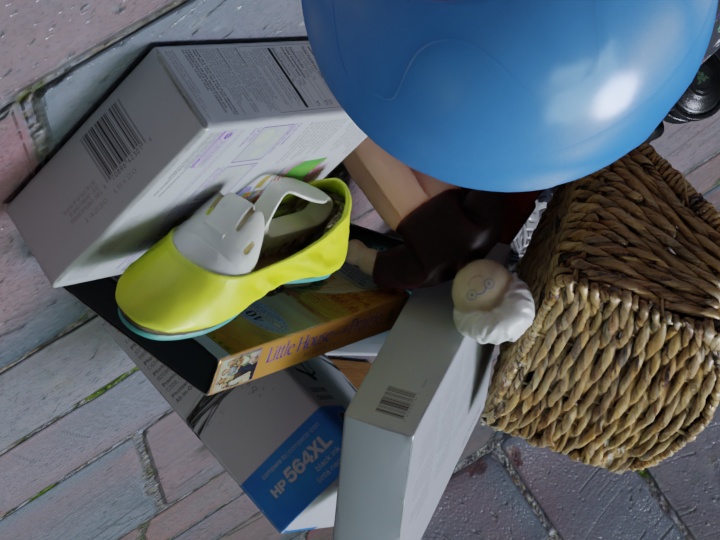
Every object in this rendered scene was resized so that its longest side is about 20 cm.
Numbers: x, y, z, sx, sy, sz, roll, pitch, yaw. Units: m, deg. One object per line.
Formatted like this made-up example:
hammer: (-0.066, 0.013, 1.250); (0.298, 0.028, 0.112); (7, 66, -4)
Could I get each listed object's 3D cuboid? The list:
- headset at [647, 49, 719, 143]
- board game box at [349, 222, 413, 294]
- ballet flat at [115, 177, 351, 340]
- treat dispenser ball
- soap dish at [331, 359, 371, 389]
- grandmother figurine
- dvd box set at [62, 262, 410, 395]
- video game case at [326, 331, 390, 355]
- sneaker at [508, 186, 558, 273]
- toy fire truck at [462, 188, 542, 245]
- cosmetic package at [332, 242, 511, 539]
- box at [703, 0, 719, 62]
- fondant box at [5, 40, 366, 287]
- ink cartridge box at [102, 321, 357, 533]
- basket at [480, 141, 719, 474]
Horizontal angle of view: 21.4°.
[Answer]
headset: (0.235, -0.152, 1.567); (0.123, 0.094, 0.200); (-28, -165, 40)
board game box: (0.000, 0.000, 1.416); (0.200, 0.134, 0.028); (67, 40, -77)
ballet flat: (-0.067, -0.017, 1.091); (0.200, 0.067, 0.067); (-21, 141, -56)
treat dispenser ball: (0.071, -0.139, 0.910); (0.200, 0.201, 0.201); (-33, 167, -8)
soap dish: (-0.040, 0.159, 1.977); (0.157, 0.081, 0.200); (-37, 167, 10)
grandmother figurine: (0.041, -0.037, 1.203); (0.121, 0.200, 0.060); (-39, 166, 19)
dvd box set: (-0.081, 0.008, 1.198); (0.200, 0.146, 0.030); (-16, 134, -52)
video game case: (-0.025, 0.059, 1.562); (0.181, 0.024, 0.200); (0, 179, 20)
sneaker: (0.099, -0.038, 1.468); (0.079, 0.200, 0.129); (21, 148, -30)
toy fire truck: (0.099, -0.105, 1.339); (0.168, 0.112, 0.200); (-51, 174, -36)
cosmetic package: (0.040, 0.092, 1.257); (0.200, 0.051, 0.151); (-58, 158, -47)
box: (0.150, -0.180, 1.140); (0.106, 0.123, 0.200); (-43, 165, 35)
fondant box: (-0.088, -0.066, 1.101); (0.144, 0.058, 0.200); (-42, 165, 29)
ink cartridge box: (-0.071, 0.085, 1.357); (0.084, 0.200, 0.146); (-44, 166, 9)
basket: (0.180, 0.022, 1.268); (0.200, 0.142, 0.150); (110, -2, -54)
